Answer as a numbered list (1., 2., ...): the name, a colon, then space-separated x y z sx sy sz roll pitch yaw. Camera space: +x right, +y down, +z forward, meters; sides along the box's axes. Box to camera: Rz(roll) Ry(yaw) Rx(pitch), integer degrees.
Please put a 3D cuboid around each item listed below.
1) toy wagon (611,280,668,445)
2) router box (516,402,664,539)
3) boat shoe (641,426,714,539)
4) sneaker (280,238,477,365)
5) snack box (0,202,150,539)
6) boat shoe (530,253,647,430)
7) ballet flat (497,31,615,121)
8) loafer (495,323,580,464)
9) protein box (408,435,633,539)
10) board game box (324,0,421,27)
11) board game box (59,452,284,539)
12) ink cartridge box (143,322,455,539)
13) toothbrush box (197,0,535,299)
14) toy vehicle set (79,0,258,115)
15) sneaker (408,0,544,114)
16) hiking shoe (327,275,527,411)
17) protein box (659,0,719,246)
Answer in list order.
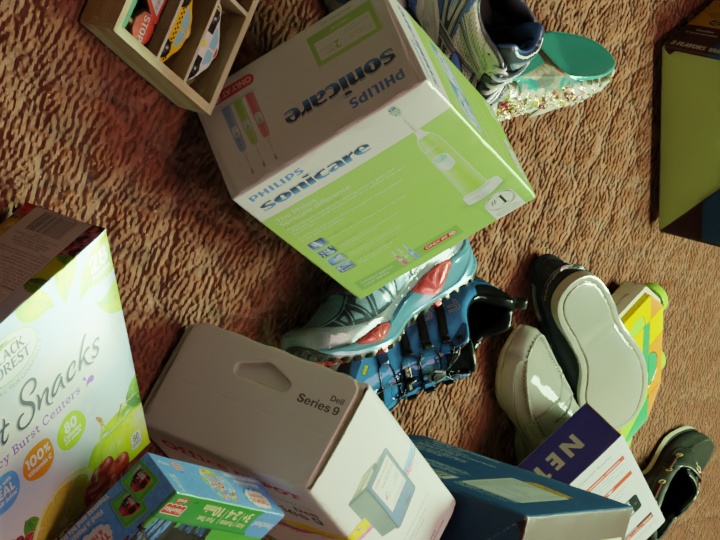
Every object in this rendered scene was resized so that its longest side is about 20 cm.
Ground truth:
1. toy wagon: 0.245 0.110 2.074 0.155 0.039 0.201 -40 137 -44
2. router box: 0.162 0.233 1.907 0.200 0.049 0.180 -42 144 -8
3. boat shoe: 0.316 0.220 2.236 0.201 0.063 0.074 -31 128 -53
4. sneaker: 0.000 0.000 1.581 0.200 0.079 0.096 -38 113 -46
5. snack box: -0.213 0.087 1.237 0.200 0.068 0.169 -47 142 -41
6. boat shoe: 0.196 0.065 1.932 0.075 0.062 0.200 -39 133 -7
7. ballet flat: 0.129 -0.150 1.730 0.200 0.076 0.064 -10 144 -54
8. loafer: 0.165 0.121 1.910 0.070 0.070 0.200 -57 147 -28
9. protein box: 0.066 0.214 1.652 0.200 0.198 0.135 8 98 -61
10. board game box: 0.034 -0.259 1.515 0.200 0.043 0.199 -62 149 -21
11. board game box: -0.154 0.197 1.326 0.200 0.037 0.151 -44 157 9
12. ink cartridge box: -0.040 0.130 1.480 0.088 0.145 0.200 -61 150 -19
13. toothbrush box: 0.006 -0.079 1.440 0.145 0.086 0.200 -31 152 13
14. toy vehicle set: -0.092 -0.211 1.337 0.124 0.026 0.201 38 71 -59
15. sneaker: 0.083 -0.149 1.529 0.077 0.085 0.200 -51 147 -36
16. hiking shoe: 0.041 0.060 1.645 0.200 0.087 0.075 -48 142 -38
17. protein box: 0.388 -0.150 2.076 0.200 0.135 0.199 -40 137 -45
